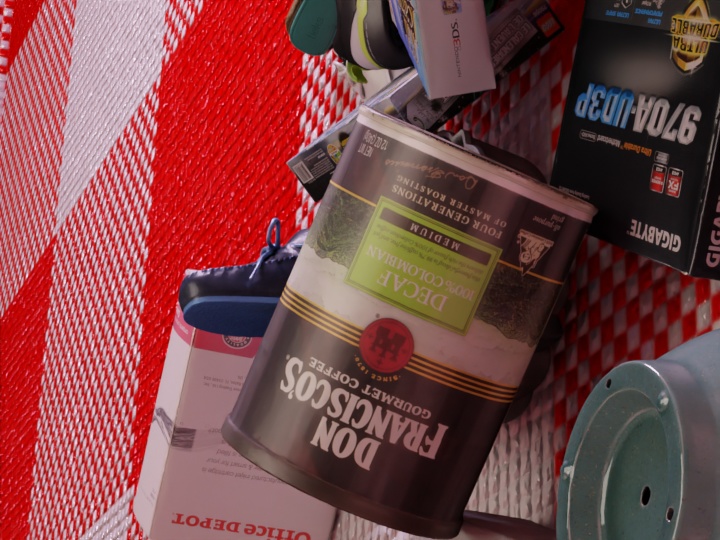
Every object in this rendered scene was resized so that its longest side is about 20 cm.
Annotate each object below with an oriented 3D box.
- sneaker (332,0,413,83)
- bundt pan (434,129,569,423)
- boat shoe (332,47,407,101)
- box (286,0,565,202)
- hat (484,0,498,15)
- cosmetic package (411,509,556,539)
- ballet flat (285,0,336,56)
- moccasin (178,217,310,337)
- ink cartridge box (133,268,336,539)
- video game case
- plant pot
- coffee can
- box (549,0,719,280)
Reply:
[{"bbox_3d":[0.005,-0.231,1.443,0.083,0.071,0.201,0,86,52],"label":"sneaker"},{"bbox_3d":[0.073,0.015,1.338,0.202,0.075,0.203,-169,90,-71],"label":"bundt pan"},{"bbox_3d":[0.012,-0.167,1.619,0.072,0.065,0.201,124,150,-50],"label":"boat shoe"},{"bbox_3d":[0.041,-0.117,1.433,0.137,0.040,0.200,-39,6,-22],"label":"box"},{"bbox_3d":[-0.004,-0.243,1.529,0.200,0.175,0.167,142,134,-63],"label":"hat"},{"bbox_3d":[0.093,0.199,1.179,0.200,0.090,0.107,-168,90,-68],"label":"cosmetic package"},{"bbox_3d":[-0.007,-0.258,1.747,0.200,0.068,0.073,122,171,-54],"label":"ballet flat"},{"bbox_3d":[-0.038,0.006,1.460,0.080,0.199,0.069,-34,62,52],"label":"moccasin"},{"bbox_3d":[-0.083,0.114,1.621,0.083,0.146,0.201,-143,65,-70],"label":"ink cartridge box"},{"bbox_3d":[0.036,-0.218,1.280,0.200,0.045,0.182,-105,4,-69],"label":"video game case"},{"bbox_3d":[0.169,0.108,0.934,0.200,0.134,0.201,-169,90,-71],"label":"plant pot"},{"bbox_3d":[0.027,0.028,1.172,0.201,0.146,0.146,-67,21,4],"label":"coffee can"},{"bbox_3d":[0.171,-0.088,1.155,0.200,0.046,0.160,-148,67,-70],"label":"box"}]
